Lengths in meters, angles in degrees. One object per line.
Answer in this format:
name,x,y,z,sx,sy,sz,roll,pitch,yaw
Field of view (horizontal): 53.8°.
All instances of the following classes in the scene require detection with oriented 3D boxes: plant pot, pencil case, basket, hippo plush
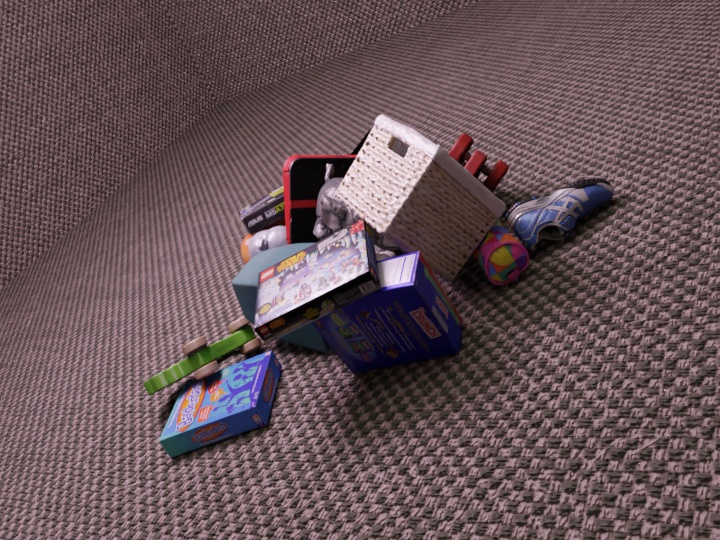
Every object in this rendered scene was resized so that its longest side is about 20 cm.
plant pot,-0.128,0.039,1.310,0.195,0.144,0.142,6,40,28
pencil case,0.221,-0.050,1.231,0.087,0.090,0.201,-27,26,4
basket,0.096,-0.120,1.177,0.163,0.198,0.198,-55,38,7
hippo plush,-0.170,-0.001,1.452,0.197,0.163,0.159,3,39,48

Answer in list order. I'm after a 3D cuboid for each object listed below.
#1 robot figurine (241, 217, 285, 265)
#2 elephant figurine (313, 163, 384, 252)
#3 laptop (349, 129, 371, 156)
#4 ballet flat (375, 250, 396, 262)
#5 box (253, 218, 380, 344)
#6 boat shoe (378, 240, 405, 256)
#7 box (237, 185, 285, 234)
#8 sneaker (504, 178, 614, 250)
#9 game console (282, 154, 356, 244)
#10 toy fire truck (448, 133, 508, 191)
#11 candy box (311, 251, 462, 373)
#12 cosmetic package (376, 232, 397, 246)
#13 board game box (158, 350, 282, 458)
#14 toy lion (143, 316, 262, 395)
robot figurine,-0.195,-0.065,1.644,0.142,0.118,0.200,26,56,33
elephant figurine,-0.011,-0.107,1.333,0.144,0.153,0.200,-61,16,-5
laptop,-0.026,-0.180,1.574,0.189,0.116,0.199,-53,13,-16
ballet flat,0.054,0.008,1.171,0.070,0.199,0.074,-16,58,29
box,-0.068,0.014,1.071,0.197,0.040,0.138,-27,33,14
boat shoe,0.000,0.000,1.390,0.196,0.072,0.070,-25,24,-9
box,-0.175,-0.151,1.561,0.190,0.048,0.200,-32,14,-5
sneaker,0.348,-0.095,1.217,0.196,0.076,0.078,-22,64,-5
game console,-0.064,-0.143,1.441,0.195,0.182,0.031,-5,9,-29
toy fire truck,0.191,-0.153,1.386,0.169,0.111,0.200,-52,-6,-10
candy box,0.037,0.069,1.102,0.196,0.170,0.078,-12,42,28
cosmetic package,0.080,-0.115,1.420,0.100,0.090,0.200,-1,16,-7
board game box,-0.242,0.232,1.245,0.196,0.046,0.153,-23,26,16
toy lion,-0.312,0.174,1.358,0.190,0.070,0.199,-30,-2,37
